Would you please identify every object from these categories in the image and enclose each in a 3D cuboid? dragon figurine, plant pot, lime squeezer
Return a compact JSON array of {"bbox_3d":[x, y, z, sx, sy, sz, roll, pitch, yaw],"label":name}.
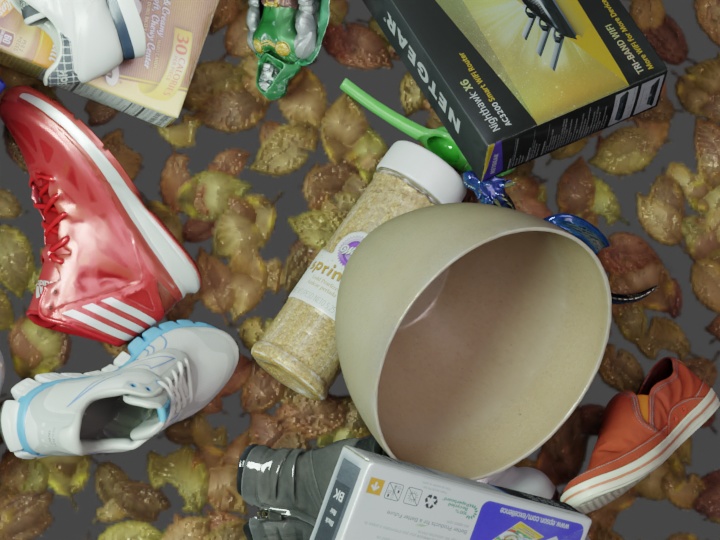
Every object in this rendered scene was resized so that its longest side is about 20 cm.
[{"bbox_3d":[0.148,-0.010,1.721,0.200,0.099,0.059,29,79,-14],"label":"dragon figurine"},{"bbox_3d":[0.059,0.032,1.610,0.200,0.134,0.201,-18,125,-27],"label":"plant pot"},{"bbox_3d":[0.083,-0.109,1.745,0.199,0.038,0.071,3,84,-14],"label":"lime squeezer"}]

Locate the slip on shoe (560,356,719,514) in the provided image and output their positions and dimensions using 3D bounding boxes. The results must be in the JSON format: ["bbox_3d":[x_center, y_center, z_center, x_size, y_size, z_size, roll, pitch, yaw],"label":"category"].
[{"bbox_3d":[0.203,0.125,1.712,0.061,0.074,0.200,51,43,3],"label":"slip on shoe"}]

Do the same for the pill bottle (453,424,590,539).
[{"bbox_3d":[0.117,0.217,1.689,0.109,0.110,0.200,-35,95,-15],"label":"pill bottle"}]

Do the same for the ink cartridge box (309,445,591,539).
[{"bbox_3d":[0.043,0.238,1.571,0.198,0.043,0.200,18,94,-32],"label":"ink cartridge box"}]

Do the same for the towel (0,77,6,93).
[{"bbox_3d":[-0.352,-0.108,1.558,0.200,0.050,0.148,-44,52,2],"label":"towel"}]

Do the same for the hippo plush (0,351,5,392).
[{"bbox_3d":[-0.316,0.082,1.555,0.161,0.159,0.200,30,59,-23],"label":"hippo plush"}]

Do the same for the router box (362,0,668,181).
[{"bbox_3d":[0.112,-0.182,1.709,0.157,0.052,0.200,-24,64,-16],"label":"router box"}]

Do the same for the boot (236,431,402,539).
[{"bbox_3d":[-0.011,0.215,1.657,0.070,0.131,0.201,-19,97,-59],"label":"boot"}]

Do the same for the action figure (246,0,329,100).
[{"bbox_3d":[-0.054,-0.227,1.693,0.055,0.118,0.201,0,97,-47],"label":"action figure"}]

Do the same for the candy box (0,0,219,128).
[{"bbox_3d":[-0.211,-0.195,1.661,0.200,0.055,0.116,21,81,-12],"label":"candy box"}]

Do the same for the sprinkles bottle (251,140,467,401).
[{"bbox_3d":[0.000,0.000,1.697,0.068,0.068,0.200,37,77,-10],"label":"sprinkles bottle"}]

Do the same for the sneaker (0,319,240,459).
[{"bbox_3d":[-0.152,0.093,1.610,0.200,0.087,0.075,-24,113,-40],"label":"sneaker"}]

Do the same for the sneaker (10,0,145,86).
[{"bbox_3d":[-0.221,-0.230,1.599,0.080,0.076,0.200,-23,89,-7],"label":"sneaker"}]

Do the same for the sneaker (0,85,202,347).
[{"bbox_3d":[-0.216,-0.029,1.636,0.116,0.078,0.200,-43,96,-16],"label":"sneaker"}]
